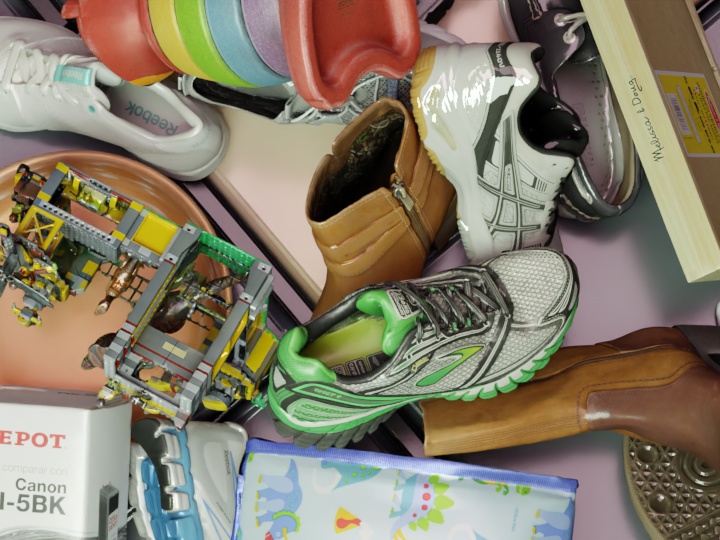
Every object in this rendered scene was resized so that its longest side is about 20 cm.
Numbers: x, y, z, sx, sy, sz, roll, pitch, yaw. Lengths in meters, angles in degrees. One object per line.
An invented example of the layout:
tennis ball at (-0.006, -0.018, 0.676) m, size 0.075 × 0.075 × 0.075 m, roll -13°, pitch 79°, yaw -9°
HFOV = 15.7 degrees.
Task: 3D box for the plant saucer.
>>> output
plant saucer at (-0.178, 0.025, 1.636) m, size 0.199 × 0.037 × 0.201 m, roll -1°, pitch 81°, yaw 3°

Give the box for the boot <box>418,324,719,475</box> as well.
boot at (0.135, 0.084, 1.529) m, size 0.199 × 0.188 × 0.069 m, roll -4°, pitch 119°, yaw -5°

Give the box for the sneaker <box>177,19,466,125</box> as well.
sneaker at (-0.018, -0.111, 1.609) m, size 0.199 × 0.082 × 0.075 m, roll 6°, pitch 123°, yaw 21°

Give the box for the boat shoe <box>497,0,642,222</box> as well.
boat shoe at (0.133, -0.129, 1.607) m, size 0.074 × 0.060 × 0.201 m, roll -9°, pitch 96°, yaw -24°

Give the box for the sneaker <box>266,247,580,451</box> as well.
sneaker at (0.041, 0.038, 1.510) m, size 0.199 × 0.085 × 0.078 m, roll -25°, pitch 64°, yaw -15°

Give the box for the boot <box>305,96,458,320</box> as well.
boot at (0.000, 0.000, 1.567) m, size 0.077 × 0.155 × 0.200 m, roll 30°, pitch 83°, yaw 20°

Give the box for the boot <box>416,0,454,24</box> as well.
boot at (0.035, -0.241, 1.651) m, size 0.132 × 0.070 × 0.200 m, roll 44°, pitch 84°, yaw 7°

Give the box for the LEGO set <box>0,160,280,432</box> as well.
LEGO set at (-0.145, 0.035, 1.537) m, size 0.200 × 0.154 × 0.116 m, roll 31°, pitch 66°, yaw 0°

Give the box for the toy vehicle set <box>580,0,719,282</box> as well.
toy vehicle set at (0.198, -0.092, 1.594) m, size 0.026 × 0.124 × 0.201 m, roll -24°, pitch 80°, yaw 26°

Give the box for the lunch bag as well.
lunch bag at (0.017, 0.195, 1.555) m, size 0.199 × 0.127 × 0.171 m, roll 8°, pitch 81°, yaw -6°

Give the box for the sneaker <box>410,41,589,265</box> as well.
sneaker at (0.099, -0.055, 1.560) m, size 0.087 × 0.200 × 0.076 m, roll -9°, pitch 46°, yaw 19°

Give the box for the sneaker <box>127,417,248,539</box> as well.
sneaker at (-0.087, 0.186, 1.593) m, size 0.086 × 0.075 × 0.201 m, roll -5°, pitch 94°, yaw -33°

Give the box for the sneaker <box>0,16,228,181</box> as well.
sneaker at (-0.179, -0.118, 1.632) m, size 0.199 × 0.088 × 0.076 m, roll 18°, pitch 84°, yaw 6°

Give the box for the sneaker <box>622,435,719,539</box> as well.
sneaker at (0.208, 0.174, 1.583) m, size 0.070 × 0.076 × 0.200 m, roll -15°, pitch 58°, yaw -9°

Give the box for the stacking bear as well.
stacking bear at (-0.083, -0.156, 1.546) m, size 0.199 × 0.121 × 0.114 m, roll -1°, pitch 107°, yaw 35°

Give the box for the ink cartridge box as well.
ink cartridge box at (-0.221, 0.172, 1.563) m, size 0.146 × 0.083 × 0.201 m, roll 3°, pitch 92°, yaw 13°

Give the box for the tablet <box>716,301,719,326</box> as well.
tablet at (0.298, 0.107, 1.613) m, size 0.130 × 0.014 × 0.201 m, roll -8°, pitch 80°, yaw 2°
